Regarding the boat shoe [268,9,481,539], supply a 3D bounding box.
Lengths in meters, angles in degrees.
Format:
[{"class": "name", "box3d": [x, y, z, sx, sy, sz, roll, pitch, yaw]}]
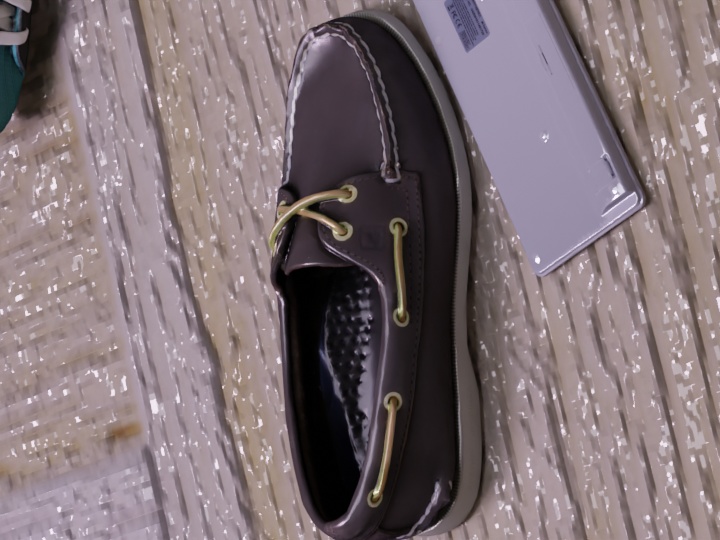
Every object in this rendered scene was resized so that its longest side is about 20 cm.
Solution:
[{"class": "boat shoe", "box3d": [0.000, 0.000, 1.033, 0.072, 0.061, 0.202, -12, 83, 41]}]

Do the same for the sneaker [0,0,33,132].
[{"class": "sneaker", "box3d": [-0.159, -0.152, 1.166, 0.080, 0.071, 0.201, -3, 88, 46]}]

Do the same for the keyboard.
[{"class": "keyboard", "box3d": [0.045, -0.098, 1.026, 0.056, 0.011, 0.200, -40, 65, 41]}]
